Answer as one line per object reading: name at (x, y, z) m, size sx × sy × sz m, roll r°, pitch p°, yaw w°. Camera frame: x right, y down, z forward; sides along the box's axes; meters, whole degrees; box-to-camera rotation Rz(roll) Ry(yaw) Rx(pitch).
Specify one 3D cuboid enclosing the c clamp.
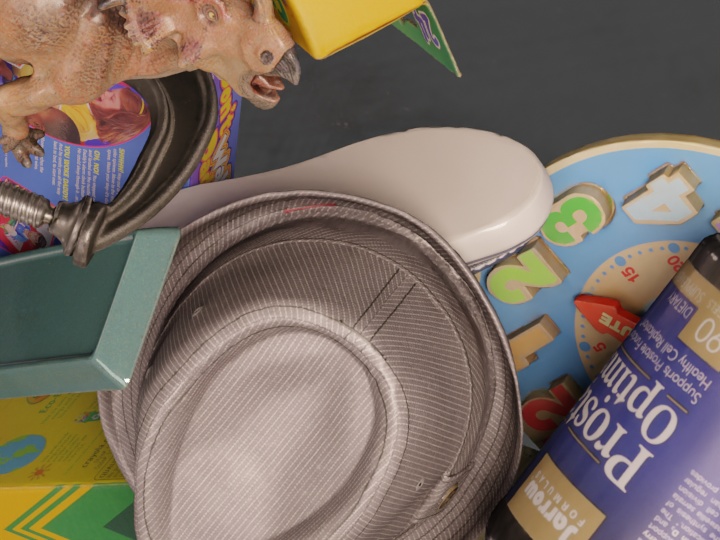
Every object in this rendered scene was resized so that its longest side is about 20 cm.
c clamp at (-0.163, -0.056, 1.098) m, size 0.200 × 0.171 × 0.027 m, roll 15°, pitch 145°, yaw 0°

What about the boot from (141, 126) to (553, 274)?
boot at (0.000, 0.000, 1.167) m, size 0.200 × 0.073 × 0.090 m, roll -7°, pitch 137°, yaw 27°

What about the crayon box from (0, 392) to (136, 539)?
crayon box at (-0.107, 0.081, 1.273) m, size 0.200 × 0.127 × 0.051 m, roll -4°, pitch 122°, yaw 35°

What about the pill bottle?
pill bottle at (0.119, 0.095, 1.053) m, size 0.112 × 0.112 × 0.200 m, roll 37°, pitch 98°, yaw 1°

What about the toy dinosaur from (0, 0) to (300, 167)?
toy dinosaur at (-0.125, -0.111, 1.035) m, size 0.200 × 0.086 × 0.136 m, roll 15°, pitch 148°, yaw -13°

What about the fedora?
fedora at (-0.032, 0.067, 1.092) m, size 0.177 × 0.090 × 0.200 m, roll 45°, pitch 118°, yaw -1°

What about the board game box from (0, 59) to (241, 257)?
board game box at (-0.122, -0.078, 1.213) m, size 0.134 × 0.045 × 0.200 m, roll 22°, pitch 133°, yaw 15°

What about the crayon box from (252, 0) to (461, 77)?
crayon box at (-0.038, -0.163, 1.041) m, size 0.200 × 0.052 × 0.126 m, roll 64°, pitch 173°, yaw -24°

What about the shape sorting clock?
shape sorting clock at (0.140, 0.033, 1.143) m, size 0.200 × 0.039 × 0.200 m, roll 17°, pitch 132°, yaw 20°

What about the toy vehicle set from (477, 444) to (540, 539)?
toy vehicle set at (0.052, 0.187, 1.238) m, size 0.027 × 0.124 × 0.200 m, roll 17°, pitch 139°, yaw 27°

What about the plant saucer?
plant saucer at (-0.134, 0.019, 1.169) m, size 0.019 × 0.070 × 0.200 m, roll 24°, pitch 165°, yaw -24°
